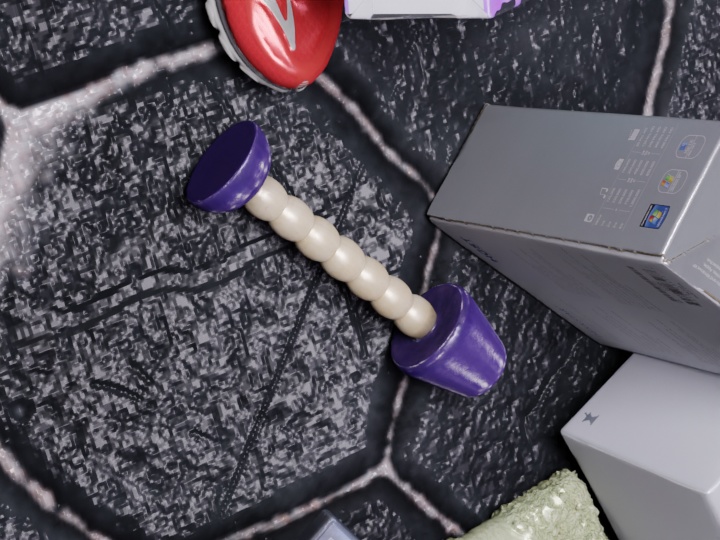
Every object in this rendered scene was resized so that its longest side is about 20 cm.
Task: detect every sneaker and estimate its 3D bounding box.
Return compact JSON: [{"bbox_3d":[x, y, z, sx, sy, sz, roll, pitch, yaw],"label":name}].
[{"bbox_3d":[-0.024,-0.187,0.815,0.077,0.085,0.201,6,93,-30],"label":"sneaker"}]

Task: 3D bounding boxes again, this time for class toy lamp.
[{"bbox_3d":[0.000,0.000,0.875,0.200,0.058,0.058,41,76,-28],"label":"toy lamp"}]

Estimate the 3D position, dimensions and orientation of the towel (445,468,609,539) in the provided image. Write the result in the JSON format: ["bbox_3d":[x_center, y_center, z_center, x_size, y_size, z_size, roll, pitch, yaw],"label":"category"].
[{"bbox_3d":[0.101,0.229,0.981,0.148,0.036,0.201,-27,110,-26],"label":"towel"}]

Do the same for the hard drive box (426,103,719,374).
[{"bbox_3d":[0.155,-0.012,0.882,0.156,0.200,0.077,34,79,-31],"label":"hard drive box"}]

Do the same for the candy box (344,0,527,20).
[{"bbox_3d":[0.055,-0.215,0.801,0.200,0.071,0.169,-35,125,-64],"label":"candy box"}]

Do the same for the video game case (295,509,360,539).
[{"bbox_3d":[0.004,0.234,0.833,0.143,0.019,0.200,-47,110,-6],"label":"video game case"}]

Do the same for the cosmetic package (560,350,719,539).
[{"bbox_3d":[0.254,0.112,0.992,0.199,0.123,0.200,-44,122,-20],"label":"cosmetic package"}]
